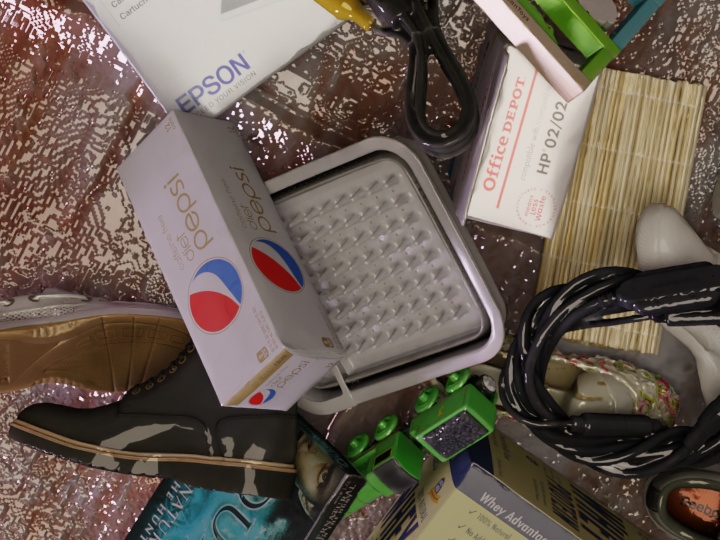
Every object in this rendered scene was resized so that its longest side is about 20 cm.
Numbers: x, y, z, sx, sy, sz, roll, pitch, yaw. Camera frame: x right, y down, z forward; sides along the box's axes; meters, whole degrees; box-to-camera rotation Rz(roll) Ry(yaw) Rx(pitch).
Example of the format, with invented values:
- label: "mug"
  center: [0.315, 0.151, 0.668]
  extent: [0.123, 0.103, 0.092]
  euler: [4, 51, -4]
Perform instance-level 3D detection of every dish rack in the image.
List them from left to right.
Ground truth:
- label: "dish rack"
  center: [0.000, 0.000, 1.424]
  extent: [0.200, 0.044, 0.172]
  euler: [-20, 102, 38]

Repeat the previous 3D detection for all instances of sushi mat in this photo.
- label: "sushi mat"
  center: [0.181, -0.041, 1.463]
  extent: [0.095, 0.012, 0.201]
  euler: [8, 102, -2]

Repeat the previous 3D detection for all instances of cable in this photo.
- label: "cable"
  center: [0.037, -0.155, 1.336]
  extent: [0.097, 0.050, 0.200]
  euler: [-27, 64, -9]
- label: "cable"
  center: [0.193, 0.070, 1.405]
  extent: [0.199, 0.051, 0.164]
  euler: [-12, 124, 10]

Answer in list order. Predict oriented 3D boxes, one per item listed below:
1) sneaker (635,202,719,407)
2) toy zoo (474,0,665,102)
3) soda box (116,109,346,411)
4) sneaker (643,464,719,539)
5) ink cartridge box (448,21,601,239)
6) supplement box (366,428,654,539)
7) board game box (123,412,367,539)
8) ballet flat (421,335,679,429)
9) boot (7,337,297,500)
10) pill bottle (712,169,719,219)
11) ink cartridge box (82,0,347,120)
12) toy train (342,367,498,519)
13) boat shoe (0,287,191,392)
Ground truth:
- label: "sneaker"
  center: [0.261, 0.030, 1.430]
  extent: [0.088, 0.075, 0.200]
  euler: [-16, 119, 33]
- label: "toy zoo"
  center: [0.141, -0.211, 1.304]
  extent: [0.131, 0.020, 0.200]
  euler: [47, 54, -7]
- label: "soda box"
  center: [-0.087, -0.007, 1.377]
  extent: [0.068, 0.064, 0.200]
  euler: [-43, 59, 29]
- label: "sneaker"
  center: [0.293, 0.184, 1.453]
  extent: [0.199, 0.079, 0.074]
  euler: [12, 93, 14]
- label: "ink cartridge box"
  center: [0.106, -0.092, 1.358]
  extent: [0.068, 0.200, 0.116]
  euler: [14, 102, -2]
- label: "supplement box"
  center: [0.096, 0.246, 1.464]
  extent: [0.200, 0.134, 0.200]
  euler: [35, 101, -7]
- label: "board game box"
  center: [-0.094, 0.187, 1.469]
  extent: [0.135, 0.028, 0.200]
  euler: [39, 103, 35]
- label: "ballet flat"
  center: [0.131, 0.089, 1.466]
  extent: [0.199, 0.064, 0.076]
  euler: [12, 101, -2]
- label: "boot"
  center: [-0.133, 0.076, 1.433]
  extent: [0.199, 0.077, 0.139]
  euler: [9, 84, 4]
- label: "pill bottle"
  center: [0.347, -0.041, 1.411]
  extent: [0.199, 0.112, 0.113]
  euler: [19, 102, -3]
- label: "ink cartridge box"
  center: [-0.098, -0.227, 1.413]
  extent: [0.199, 0.041, 0.200]
  euler: [-36, 99, 8]
- label: "toy train"
  center: [0.018, 0.133, 1.448]
  extent: [0.042, 0.056, 0.200]
  euler: [41, 123, -20]
- label: "boat shoe"
  center: [-0.208, 0.041, 1.459]
  extent: [0.199, 0.069, 0.071]
  euler: [-1, 125, -19]
